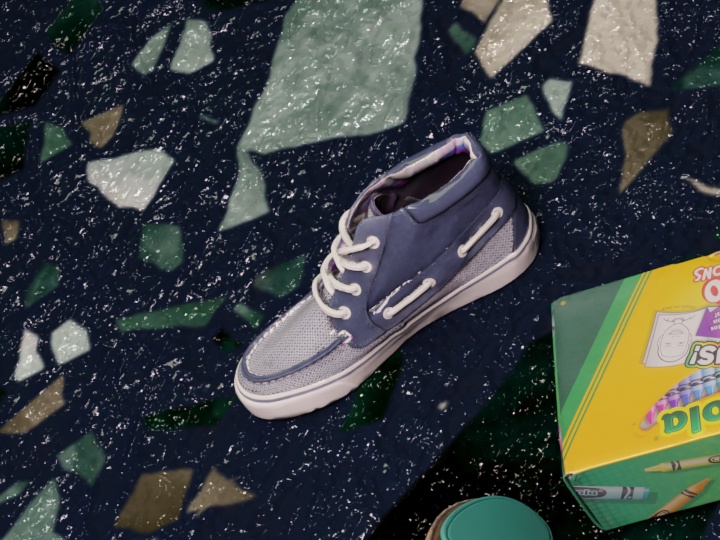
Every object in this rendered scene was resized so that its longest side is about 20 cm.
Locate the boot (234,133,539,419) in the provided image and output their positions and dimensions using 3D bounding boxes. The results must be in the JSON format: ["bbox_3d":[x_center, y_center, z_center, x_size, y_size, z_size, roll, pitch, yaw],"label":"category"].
[{"bbox_3d":[0.000,0.000,1.640,0.200,0.090,0.073,-34,45,2],"label":"boot"}]

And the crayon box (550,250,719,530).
[{"bbox_3d":[0.203,0.050,1.500,0.200,0.058,0.119,-17,48,18],"label":"crayon box"}]

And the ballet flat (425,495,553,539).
[{"bbox_3d":[0.044,0.170,1.451,0.068,0.200,0.067,40,111,6],"label":"ballet flat"}]
